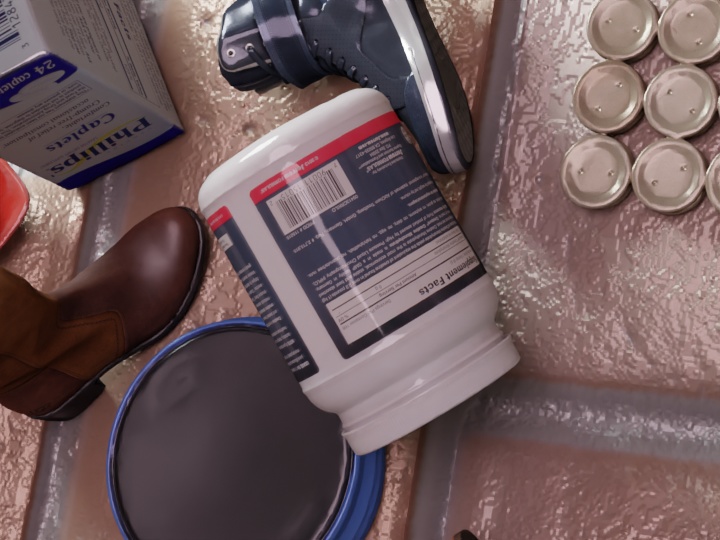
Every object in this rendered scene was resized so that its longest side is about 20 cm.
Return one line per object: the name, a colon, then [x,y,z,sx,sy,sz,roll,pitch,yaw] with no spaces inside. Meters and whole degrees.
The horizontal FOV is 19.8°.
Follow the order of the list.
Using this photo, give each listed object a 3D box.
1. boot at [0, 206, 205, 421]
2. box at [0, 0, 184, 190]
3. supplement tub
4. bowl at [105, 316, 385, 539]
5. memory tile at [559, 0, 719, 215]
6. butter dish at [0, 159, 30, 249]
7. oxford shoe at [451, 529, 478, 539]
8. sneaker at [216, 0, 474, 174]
boot: [-0.206,0.014,1.378,0.188,0.200,0.069,-43,66,8]
box: [-0.236,-0.174,1.433,0.104,0.200,0.185,-28,69,15]
supplement tub: [0.000,0.000,1.307,0.140,0.140,0.201,-30,90,13]
bowl: [-0.081,0.128,1.390,0.199,0.039,0.202,-5,76,20]
memory tile: [0.233,-0.107,1.331,0.199,0.017,0.155,6,80,24]
butter dish: [-0.378,-0.053,1.491,0.200,0.148,0.199,-47,65,6]
oxford shoe: [0.070,0.264,1.284,0.071,0.071,0.202,-18,73,22]
sneaker: [-0.013,-0.130,1.399,0.145,0.077,0.203,-26,67,11]
